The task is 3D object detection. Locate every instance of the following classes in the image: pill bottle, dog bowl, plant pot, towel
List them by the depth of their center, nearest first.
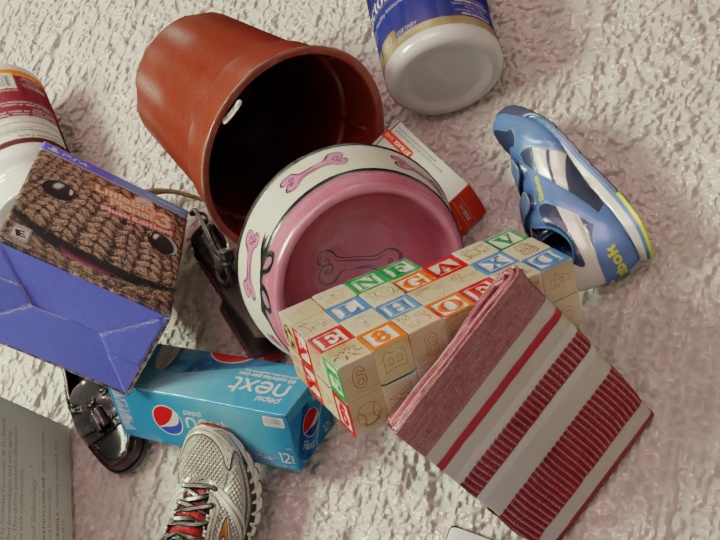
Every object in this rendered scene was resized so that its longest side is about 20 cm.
[{"bbox_3d":[0.124,0.108,0.757,0.144,0.200,0.023,-50,31,-4],"label":"towel"},{"bbox_3d":[0.000,0.000,0.852,0.200,0.200,0.074,-44,25,0],"label":"dog bowl"},{"bbox_3d":[-0.113,-0.152,1.000,0.201,0.201,0.195,-49,49,-3],"label":"plant pot"},{"bbox_3d":[0.063,-0.264,1.004,0.115,0.116,0.202,-20,59,15],"label":"pill bottle"},{"bbox_3d":[-0.386,-0.128,1.154,0.114,0.114,0.201,-34,57,7],"label":"pill bottle"}]

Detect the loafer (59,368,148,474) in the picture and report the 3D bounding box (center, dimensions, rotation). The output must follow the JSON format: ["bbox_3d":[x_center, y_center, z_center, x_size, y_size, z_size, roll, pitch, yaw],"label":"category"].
[{"bbox_3d":[-0.271,0.110,1.015,0.072,0.063,0.201,-34,57,7],"label":"loafer"}]

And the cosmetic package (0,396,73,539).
[{"bbox_3d":[-0.390,0.215,0.941,0.166,0.200,0.168,-20,59,16],"label":"cosmetic package"}]

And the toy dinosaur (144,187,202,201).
[{"bbox_3d":[-0.276,-0.059,1.089,0.199,0.106,0.061,-36,52,14],"label":"toy dinosaur"}]

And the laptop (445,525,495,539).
[{"bbox_3d":[0.104,0.290,0.720,0.198,0.116,0.189,13,72,30],"label":"laptop"}]

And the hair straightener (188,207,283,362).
[{"bbox_3d":[-0.124,-0.002,0.999,0.040,0.078,0.201,-12,46,-23],"label":"hair straightener"}]

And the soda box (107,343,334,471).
[{"bbox_3d":[-0.129,0.120,0.929,0.198,0.065,0.068,7,34,27],"label":"soda box"}]

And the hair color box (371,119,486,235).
[{"bbox_3d":[0.005,-0.029,0.951,0.200,0.064,0.111,-45,57,1],"label":"hair color box"}]

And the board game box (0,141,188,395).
[{"bbox_3d":[-0.256,-0.007,0.947,0.097,0.158,0.201,-56,20,23],"label":"board game box"}]

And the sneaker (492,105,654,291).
[{"bbox_3d":[0.165,-0.065,0.887,0.082,0.074,0.201,-39,55,6],"label":"sneaker"}]

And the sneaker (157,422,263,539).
[{"bbox_3d":[-0.133,0.230,0.860,0.077,0.082,0.203,-3,79,23],"label":"sneaker"}]

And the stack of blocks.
[{"bbox_3d":[0.052,0.037,0.776,0.198,0.059,0.115,-23,26,-17],"label":"stack of blocks"}]
